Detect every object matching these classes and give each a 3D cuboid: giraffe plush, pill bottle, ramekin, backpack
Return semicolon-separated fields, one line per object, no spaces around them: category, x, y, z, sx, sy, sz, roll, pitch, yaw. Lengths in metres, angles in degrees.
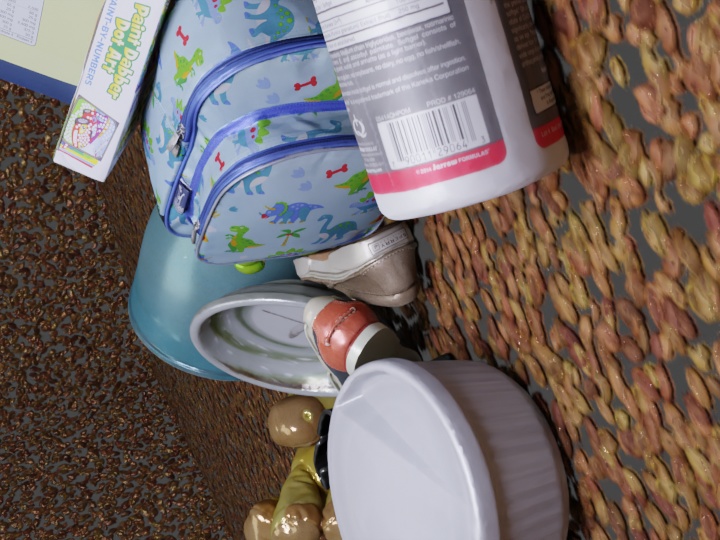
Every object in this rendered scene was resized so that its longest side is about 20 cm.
giraffe plush;-0.038;0.188;1.369;0.200;0.171;0.163;-21;-77;-71
pill bottle;0.034;-0.138;0.691;0.111;0.110;0.201;-166;57;-72
ramekin;0.064;0.155;0.923;0.202;0.094;0.204;27;121;55
backpack;-0.050;-0.105;0.897;0.200;0.182;0.148;111;144;-52

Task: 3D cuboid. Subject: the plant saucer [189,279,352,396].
plant saucer;-0.054;0.054;1.181;0.200;0.199;0.051;99;180;-62

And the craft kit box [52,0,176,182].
craft kit box;-0.147;-0.195;0.927;0.198;0.048;0.200;-60;9;34

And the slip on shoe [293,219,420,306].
slip on shoe;0.000;0.000;1.085;0.061;0.076;0.200;65;159;-6

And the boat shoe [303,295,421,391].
boat shoe;0.002;0.076;1.085;0.062;0.071;0.200;31;169;22

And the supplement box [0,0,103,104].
supplement box;-0.221;-0.272;0.974;0.201;0.133;0.201;-78;9;-52

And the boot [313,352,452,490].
boot;0.018;0.149;1.087;0.068;0.130;0.201;59;162;32

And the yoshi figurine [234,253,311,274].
yoshi figurine;-0.059;-0.092;1.081;0.111;0.112;0.201;-11;65;41

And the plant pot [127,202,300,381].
plant pot;-0.123;-0.029;1.276;0.200;0.199;0.189;57;145;40
